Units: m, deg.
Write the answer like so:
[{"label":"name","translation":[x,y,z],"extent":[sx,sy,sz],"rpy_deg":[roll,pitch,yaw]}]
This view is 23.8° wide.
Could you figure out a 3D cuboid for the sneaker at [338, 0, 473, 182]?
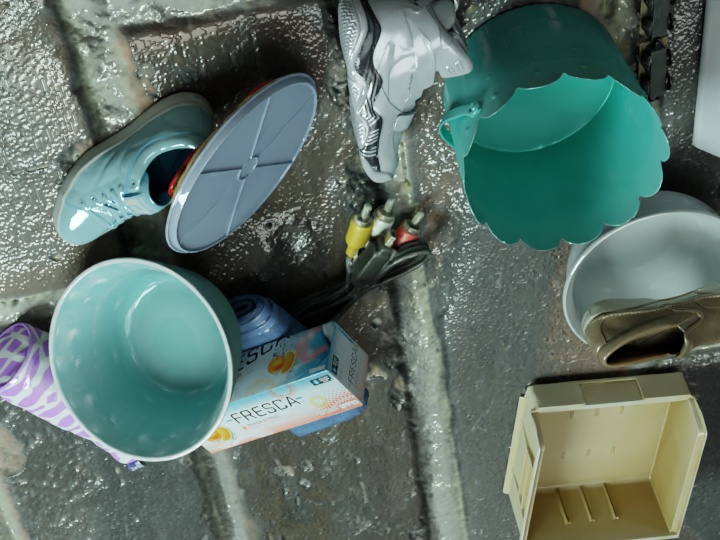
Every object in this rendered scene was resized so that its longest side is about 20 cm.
[{"label":"sneaker","translation":[0.045,-0.169,1.566],"extent":[0.113,0.076,0.201],"rpy_deg":[-10,131,-1]}]

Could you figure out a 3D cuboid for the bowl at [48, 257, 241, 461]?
[{"label":"bowl","translation":[-0.195,0.076,1.682],"extent":[0.198,0.105,0.203],"rpy_deg":[5,103,20]}]

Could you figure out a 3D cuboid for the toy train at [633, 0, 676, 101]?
[{"label":"toy train","translation":[0.270,-0.243,1.574],"extent":[0.034,0.046,0.202],"rpy_deg":[-15,132,-10]}]

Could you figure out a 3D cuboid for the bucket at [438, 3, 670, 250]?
[{"label":"bucket","translation":[0.173,-0.136,1.587],"extent":[0.204,0.136,0.209],"rpy_deg":[-7,133,-7]}]

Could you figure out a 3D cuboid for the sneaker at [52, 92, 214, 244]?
[{"label":"sneaker","translation":[-0.213,-0.079,1.581],"extent":[0.074,0.082,0.200],"rpy_deg":[32,118,-34]}]

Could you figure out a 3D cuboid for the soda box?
[{"label":"soda box","translation":[-0.091,0.120,1.730],"extent":[0.198,0.064,0.068],"rpy_deg":[-20,134,28]}]

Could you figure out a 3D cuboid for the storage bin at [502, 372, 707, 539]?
[{"label":"storage bin","translation":[0.280,0.221,1.975],"extent":[0.197,0.094,0.200],"rpy_deg":[-4,133,-10]}]

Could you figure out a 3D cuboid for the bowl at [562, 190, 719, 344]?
[{"label":"bowl","translation":[0.295,-0.014,1.762],"extent":[0.198,0.091,0.203],"rpy_deg":[-7,134,-7]}]

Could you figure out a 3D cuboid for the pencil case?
[{"label":"pencil case","translation":[-0.295,0.128,1.762],"extent":[0.085,0.085,0.200],"rpy_deg":[-19,138,38]}]

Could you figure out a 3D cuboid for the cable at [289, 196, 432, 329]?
[{"label":"cable","translation":[0.000,0.000,1.751],"extent":[0.096,0.051,0.200],"rpy_deg":[9,142,-31]}]

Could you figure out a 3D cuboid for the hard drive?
[{"label":"hard drive","translation":[0.382,-0.179,1.616],"extent":[0.027,0.131,0.201],"rpy_deg":[-43,145,-32]}]

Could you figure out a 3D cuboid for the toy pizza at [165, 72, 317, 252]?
[{"label":"toy pizza","translation":[-0.113,-0.102,1.554],"extent":[0.200,0.032,0.201],"rpy_deg":[-47,165,-17]}]

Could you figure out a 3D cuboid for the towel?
[{"label":"towel","translation":[-0.084,0.095,1.788],"extent":[0.111,0.049,0.200],"rpy_deg":[-19,134,30]}]

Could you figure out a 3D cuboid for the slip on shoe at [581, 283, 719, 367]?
[{"label":"slip on shoe","translation":[0.326,0.060,1.734],"extent":[0.197,0.061,0.077],"rpy_deg":[-2,133,-12]}]
